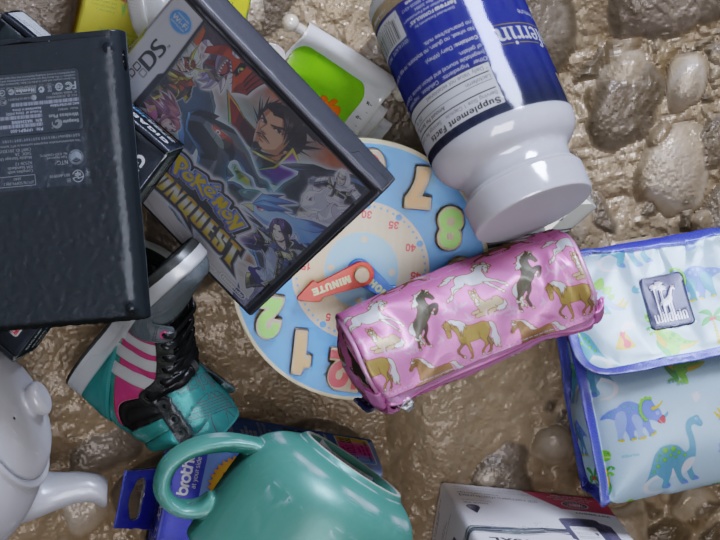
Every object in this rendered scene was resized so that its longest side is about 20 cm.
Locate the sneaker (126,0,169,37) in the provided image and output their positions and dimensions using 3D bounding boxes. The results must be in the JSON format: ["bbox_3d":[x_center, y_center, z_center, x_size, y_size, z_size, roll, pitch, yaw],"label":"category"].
[{"bbox_3d":[-0.103,-0.157,1.539,0.075,0.088,0.201,-37,118,-40],"label":"sneaker"}]

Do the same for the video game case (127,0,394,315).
[{"bbox_3d":[-0.097,-0.086,1.522,0.200,0.026,0.181,46,132,-2],"label":"video game case"}]

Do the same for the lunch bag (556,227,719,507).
[{"bbox_3d":[0.247,0.073,1.696,0.169,0.127,0.201,-10,92,-4],"label":"lunch bag"}]

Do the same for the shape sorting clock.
[{"bbox_3d":[0.000,0.000,1.610,0.199,0.039,0.201,-1,101,-7],"label":"shape sorting clock"}]

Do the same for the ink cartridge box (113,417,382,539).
[{"bbox_3d":[-0.095,0.193,1.691,0.199,0.076,0.137,11,101,-9],"label":"ink cartridge box"}]

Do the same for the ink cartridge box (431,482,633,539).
[{"bbox_3d":[0.144,0.243,1.673,0.144,0.200,0.085,7,102,-10],"label":"ink cartridge box"}]

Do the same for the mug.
[{"bbox_3d":[-0.045,0.184,1.570,0.115,0.152,0.185,-55,138,1],"label":"mug"}]

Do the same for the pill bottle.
[{"bbox_3d":[0.092,-0.130,1.583,0.115,0.116,0.201,-21,75,-3],"label":"pill bottle"}]

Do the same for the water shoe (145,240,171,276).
[{"bbox_3d":[-0.234,0.010,1.623,0.199,0.079,0.072,5,103,-10],"label":"water shoe"}]

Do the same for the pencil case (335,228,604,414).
[{"bbox_3d":[0.081,0.037,1.574,0.199,0.083,0.087,-23,103,-12],"label":"pencil case"}]

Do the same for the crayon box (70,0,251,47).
[{"bbox_3d":[-0.150,-0.198,1.602,0.126,0.051,0.201,13,100,-12],"label":"crayon box"}]

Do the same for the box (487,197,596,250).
[{"bbox_3d":[0.082,-0.021,1.670,0.200,0.068,0.082,-41,104,3],"label":"box"}]

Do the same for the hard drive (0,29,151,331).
[{"bbox_3d":[-0.224,-0.060,1.472,0.139,0.033,0.202,-5,92,6],"label":"hard drive"}]

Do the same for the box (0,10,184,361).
[{"bbox_3d":[-0.247,-0.061,1.529,0.159,0.046,0.200,40,105,3],"label":"box"}]

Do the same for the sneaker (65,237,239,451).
[{"bbox_3d":[-0.136,0.070,1.587,0.121,0.084,0.200,42,137,1],"label":"sneaker"}]

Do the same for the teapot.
[{"bbox_3d":[-0.299,0.118,1.573,0.145,0.200,0.198,-25,88,15],"label":"teapot"}]

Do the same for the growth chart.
[{"bbox_3d":[-0.049,-0.088,1.645,0.144,0.018,0.201,19,100,-29],"label":"growth chart"}]
